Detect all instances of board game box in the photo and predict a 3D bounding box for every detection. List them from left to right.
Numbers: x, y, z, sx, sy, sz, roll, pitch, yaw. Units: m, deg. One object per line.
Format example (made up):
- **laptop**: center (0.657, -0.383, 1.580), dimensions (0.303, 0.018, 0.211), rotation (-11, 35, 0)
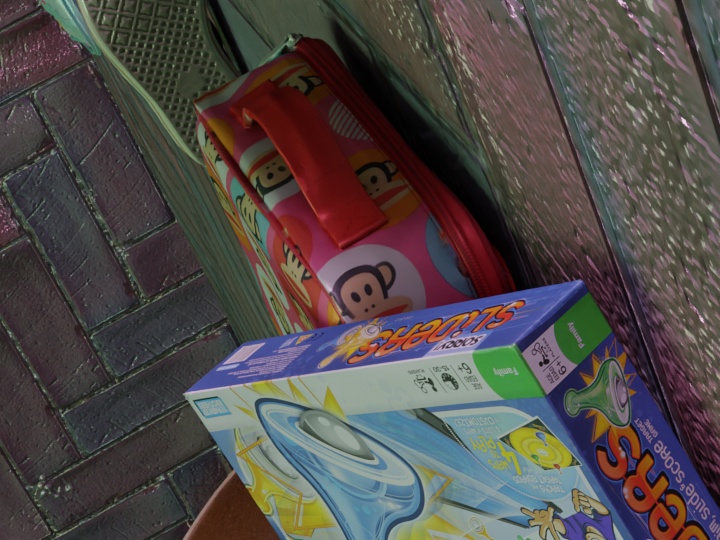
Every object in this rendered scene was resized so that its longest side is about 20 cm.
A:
- **board game box**: center (0.035, 0.078, 0.649), dimensions (0.136, 0.034, 0.200), rotation (57, 149, -12)

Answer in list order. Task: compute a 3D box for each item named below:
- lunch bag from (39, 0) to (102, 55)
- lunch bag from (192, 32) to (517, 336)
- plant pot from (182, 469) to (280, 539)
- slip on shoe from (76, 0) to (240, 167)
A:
- **lunch bag**: center (-0.227, -0.248, 1.554), dimensions (0.161, 0.077, 0.200), rotation (64, 173, -19)
- **lunch bag**: center (0.000, 0.000, 0.783), dimensions (0.200, 0.082, 0.177), rotation (54, 170, 51)
- **plant pot**: center (0.040, 0.170, 0.916), dimensions (0.200, 0.186, 0.186), rotation (47, 179, -21)
- **slip on shoe**: center (-0.119, -0.146, 1.185), dimensions (0.200, 0.074, 0.061), rotation (60, 179, -40)
